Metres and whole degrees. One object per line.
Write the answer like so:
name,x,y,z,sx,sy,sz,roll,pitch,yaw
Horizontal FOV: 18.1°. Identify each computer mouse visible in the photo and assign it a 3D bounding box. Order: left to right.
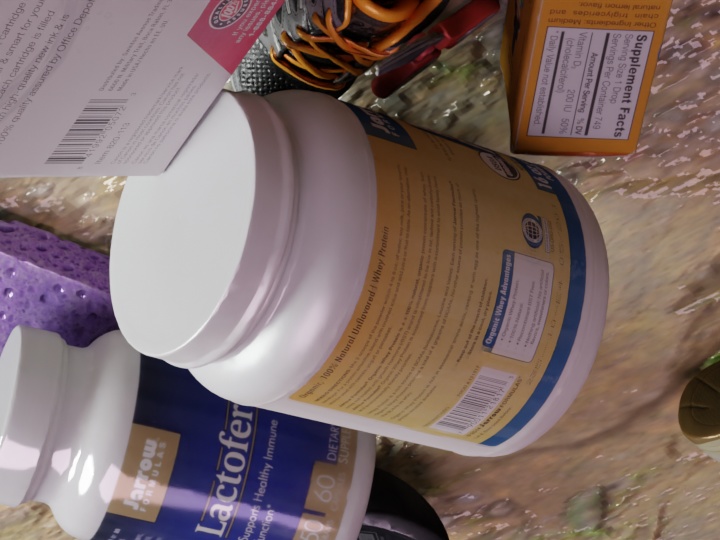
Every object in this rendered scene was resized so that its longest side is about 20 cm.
computer mouse,-0.040,0.142,1.357,0.199,0.053,0.139,6,145,11

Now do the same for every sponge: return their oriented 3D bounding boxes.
sponge,-0.181,0.025,1.247,0.199,0.030,0.112,23,135,-23

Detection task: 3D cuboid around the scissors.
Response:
scissors,0.033,-0.105,0.999,0.073,0.200,0.014,-35,90,2

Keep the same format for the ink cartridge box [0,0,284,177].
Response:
ink cartridge box,-0.140,-0.112,0.917,0.199,0.083,0.147,-3,144,-44

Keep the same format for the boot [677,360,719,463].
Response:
boot,0.300,0.092,1.270,0.199,0.072,0.155,-19,133,29

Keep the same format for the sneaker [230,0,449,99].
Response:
sneaker,-0.005,-0.126,1.041,0.078,0.078,0.200,19,137,-21

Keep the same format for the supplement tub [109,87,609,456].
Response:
supplement tub,0.000,0.000,1.043,0.199,0.145,0.145,16,138,-34

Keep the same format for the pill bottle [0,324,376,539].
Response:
pill bottle,-0.101,0.097,1.217,0.199,0.116,0.116,14,136,-16

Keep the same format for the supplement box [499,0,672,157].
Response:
supplement box,0.108,-0.143,1.025,0.068,0.067,0.200,3,139,-6
